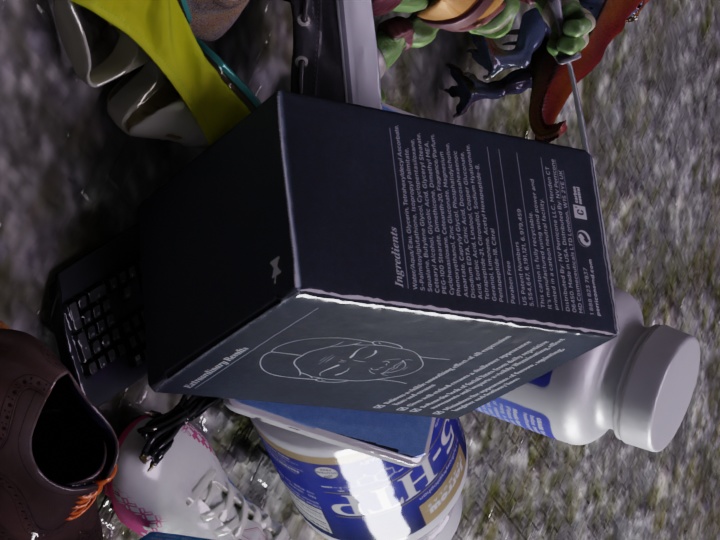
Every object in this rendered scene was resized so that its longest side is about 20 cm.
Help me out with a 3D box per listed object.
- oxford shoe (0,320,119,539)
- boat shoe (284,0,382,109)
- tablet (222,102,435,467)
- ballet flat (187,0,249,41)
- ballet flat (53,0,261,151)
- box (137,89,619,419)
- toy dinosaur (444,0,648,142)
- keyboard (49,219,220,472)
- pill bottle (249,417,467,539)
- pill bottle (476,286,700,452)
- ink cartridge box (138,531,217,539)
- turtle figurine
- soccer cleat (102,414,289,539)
[{"bbox_3d":[-0.154,0.105,0.987,0.071,0.072,0.201,-57,152,-30],"label":"oxford shoe"},{"bbox_3d":[-0.030,-0.152,1.070,0.070,0.066,0.201,-116,-162,-80],"label":"boat shoe"},{"bbox_3d":[0.000,0.000,1.147,0.129,0.014,0.201,19,72,-22],"label":"tablet"},{"bbox_3d":[-0.069,-0.181,0.973,0.068,0.067,0.201,-56,152,-28],"label":"ballet flat"},{"bbox_3d":[-0.103,-0.104,0.978,0.067,0.067,0.200,-43,146,-9],"label":"ballet flat"},{"bbox_3d":[0.007,-0.001,1.036,0.199,0.148,0.108,8,65,-34],"label":"box"},{"bbox_3d":[0.147,-0.150,1.362,0.181,0.200,0.105,-16,145,-24],"label":"toy dinosaur"},{"bbox_3d":[-0.093,0.028,1.088,0.200,0.020,0.128,-36,121,-51],"label":"keyboard"},{"bbox_3d":[0.004,0.105,1.260,0.120,0.119,0.200,-60,153,-24],"label":"pill bottle"},{"bbox_3d":[0.126,0.054,1.381,0.112,0.199,0.113,-44,144,-44],"label":"pill bottle"},{"bbox_3d":[-0.115,0.232,1.012,0.200,0.083,0.146,-26,121,-68],"label":"ink cartridge box"},{"bbox_3d":[0.056,-0.133,1.179,0.194,0.143,0.201,26,79,-61],"label":"turtle figurine"},{"bbox_3d":[-0.079,0.144,1.153,0.070,0.086,0.200,-61,153,-21],"label":"soccer cleat"}]
